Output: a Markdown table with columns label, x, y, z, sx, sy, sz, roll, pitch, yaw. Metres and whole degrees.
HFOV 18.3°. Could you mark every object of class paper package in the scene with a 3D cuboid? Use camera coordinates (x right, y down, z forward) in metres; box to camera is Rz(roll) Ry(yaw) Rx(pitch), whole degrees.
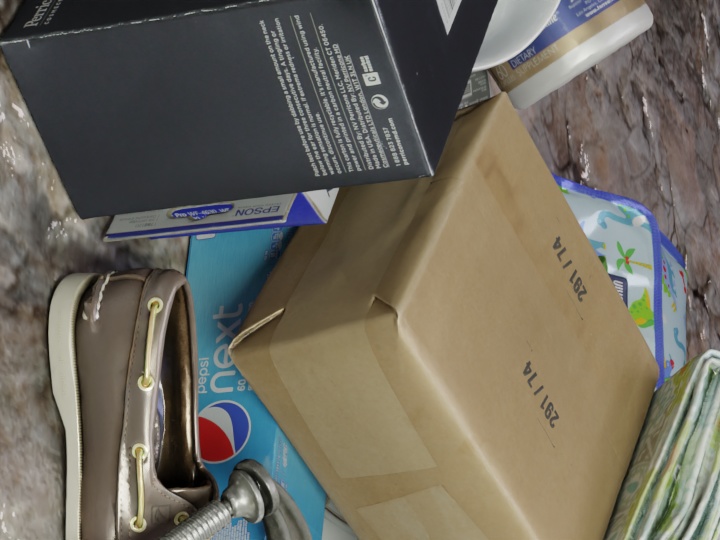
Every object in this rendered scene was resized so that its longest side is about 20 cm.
| label | x | y | z | sx | sy | sz | roll | pitch | yaw |
| --- | --- | --- | --- | --- | --- | --- | --- | --- | --- |
| paper package | 0.051 | 0.046 | 1.134 | 0.200 | 0.103 | 0.191 | 56 | 39 | -27 |

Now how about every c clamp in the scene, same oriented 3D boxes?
| label | x | y | z | sx | sy | sz | roll | pitch | yaw |
| --- | --- | --- | --- | --- | --- | --- | --- | --- | --- |
| c clamp | -0.090 | 0.149 | 0.978 | 0.200 | 0.027 | 0.171 | -27 | 124 | -39 |

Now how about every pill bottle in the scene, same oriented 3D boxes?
| label | x | y | z | sx | sy | sz | roll | pitch | yaw |
| --- | --- | --- | --- | --- | --- | --- | --- | --- | --- |
| pill bottle | 0.094 | -0.215 | 1.455 | 0.200 | 0.111 | 0.111 | 57 | 24 | -1 |

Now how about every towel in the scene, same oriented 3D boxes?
| label | x | y | z | sx | sy | sz | roll | pitch | yaw |
| --- | --- | --- | --- | --- | --- | --- | --- | --- | --- |
| towel | 0.136 | 0.148 | 1.185 | 0.171 | 0.048 | 0.200 | -61 | -175 | -35 |

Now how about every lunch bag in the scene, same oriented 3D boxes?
| label | x | y | z | sx | sy | sz | roll | pitch | yaw |
| --- | --- | --- | --- | --- | --- | --- | --- | --- | --- |
| lunch bag | 0.163 | 0.040 | 1.623 | 0.200 | 0.127 | 0.171 | 37 | 48 | -51 |

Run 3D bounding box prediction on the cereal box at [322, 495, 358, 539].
| label | x | y | z | sx | sy | sz | roll | pitch | yaw |
| --- | --- | --- | --- | --- | --- | --- | --- | --- | --- |
| cereal box | 0.004 | 0.162 | 1.292 | 0.200 | 0.039 | 0.144 | -58 | 138 | -57 |

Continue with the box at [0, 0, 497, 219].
| label | x | y | z | sx | sy | sz | roll | pitch | yaw |
| --- | --- | --- | --- | --- | --- | --- | --- | --- | --- |
| box | -0.041 | -0.131 | 1.058 | 0.200 | 0.182 | 0.104 | -68 | 146 | -49 |

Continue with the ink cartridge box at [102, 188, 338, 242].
| label | x | y | z | sx | sy | sz | roll | pitch | yaw |
| --- | --- | --- | --- | --- | --- | --- | --- | --- | --- |
| ink cartridge box | -0.053 | -0.070 | 1.125 | 0.200 | 0.099 | 0.039 | -70 | 148 | -47 |

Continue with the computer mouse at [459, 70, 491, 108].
| label | x | y | z | sx | sy | sz | roll | pitch | yaw |
| --- | --- | --- | --- | --- | --- | --- | --- | --- | --- |
| computer mouse | 0.061 | -0.051 | 1.493 | 0.110 | 0.044 | 0.201 | -25 | 114 | -63 |

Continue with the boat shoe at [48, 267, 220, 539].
| label | x | y | z | sx | sy | sz | roll | pitch | yaw |
| --- | --- | --- | --- | --- | --- | --- | --- | --- | --- |
| boat shoe | -0.097 | 0.099 | 1.025 | 0.072 | 0.059 | 0.201 | -10 | 94 | -69 |

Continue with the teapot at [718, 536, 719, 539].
| label | x | y | z | sx | sy | sz | roll | pitch | yaw |
| --- | --- | --- | --- | --- | --- | --- | --- | --- | --- |
| teapot | 0.148 | 0.218 | 1.459 | 0.200 | 0.197 | 0.147 | -20 | 115 | -56 |

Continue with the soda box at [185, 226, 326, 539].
| label | x | y | z | sx | sy | sz | roll | pitch | yaw |
| --- | --- | --- | --- | --- | --- | --- | --- | --- | --- |
| soda box | -0.054 | 0.063 | 1.137 | 0.068 | 0.064 | 0.201 | 49 | 41 | -55 |

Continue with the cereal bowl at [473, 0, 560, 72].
| label | x | y | z | sx | sy | sz | roll | pitch | yaw |
| --- | --- | --- | --- | --- | --- | --- | --- | --- | --- |
| cereal bowl | 0.029 | -0.213 | 1.338 | 0.200 | 0.083 | 0.201 | 2 | 86 | -35 |

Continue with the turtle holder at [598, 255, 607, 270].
| label | x | y | z | sx | sy | sz | roll | pitch | yaw |
| --- | --- | --- | --- | --- | --- | --- | --- | --- | --- |
| turtle holder | 0.113 | 0.084 | 1.394 | 0.186 | 0.141 | 0.132 | -109 | -176 | -71 |
